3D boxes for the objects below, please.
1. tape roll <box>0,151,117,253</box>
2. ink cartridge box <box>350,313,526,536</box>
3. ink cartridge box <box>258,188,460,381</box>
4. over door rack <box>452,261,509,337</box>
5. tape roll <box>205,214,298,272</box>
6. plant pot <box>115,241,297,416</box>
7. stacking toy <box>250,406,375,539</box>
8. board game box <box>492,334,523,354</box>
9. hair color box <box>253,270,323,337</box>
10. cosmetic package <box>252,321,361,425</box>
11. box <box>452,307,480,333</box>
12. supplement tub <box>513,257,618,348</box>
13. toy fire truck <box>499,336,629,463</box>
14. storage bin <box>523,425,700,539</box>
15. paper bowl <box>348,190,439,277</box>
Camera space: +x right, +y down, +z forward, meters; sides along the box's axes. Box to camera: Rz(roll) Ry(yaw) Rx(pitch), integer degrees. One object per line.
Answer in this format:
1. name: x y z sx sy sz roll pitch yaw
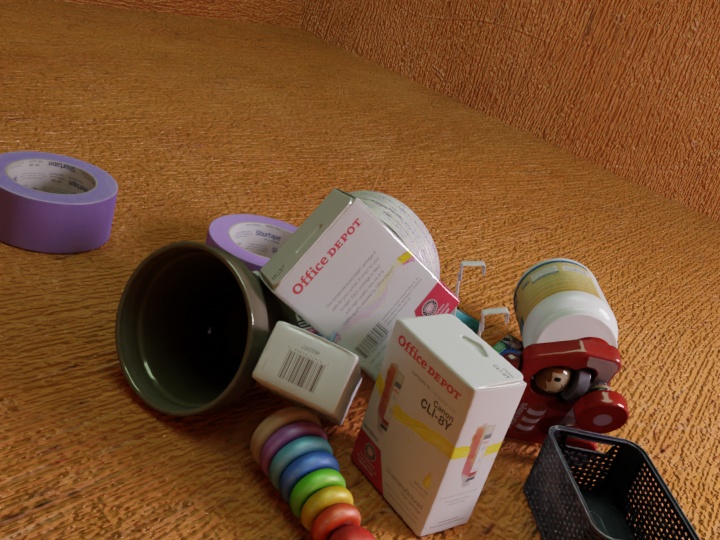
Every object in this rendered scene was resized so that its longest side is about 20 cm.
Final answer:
1. tape roll: -0.486 -0.109 1.300 0.199 0.085 0.200 15 23 -7
2. ink cartridge box: 0.082 0.170 0.942 0.083 0.201 0.145 -2 30 -37
3. ink cartridge box: 0.000 0.021 1.008 0.200 0.148 0.086 44 -4 -23
4. over door rack: 0.124 0.099 1.123 0.066 0.201 0.148 11 26 -12
5. tape roll: -0.157 -0.020 1.364 0.199 0.066 0.200 14 24 -6
6. plant pot: -0.169 0.071 1.028 0.199 0.201 0.173 29 10 25
7. stacking toy: -0.040 0.236 0.872 0.085 0.086 0.200 0 34 -36
8. board game box: 0.249 0.167 1.283 0.134 0.029 0.200 29 25 21
9. hair color box: -0.123 0.077 1.179 0.199 0.061 0.100 32 26 31
10. cosmetic package: -0.056 0.125 0.977 0.101 0.074 0.200 25 -11 6
11. box: 0.112 0.065 1.292 0.082 0.049 0.200 33 4 32
12. supplement tub: 0.321 0.079 1.310 0.144 0.146 0.200 16 23 -3
13. toy fire truck: 0.240 0.161 1.083 0.167 0.201 0.113 11 44 -12
14. storage bin: 0.286 0.285 0.971 0.134 0.094 0.200 13 23 -11
15. paper bowl: 0.000 0.000 1.142 0.200 0.202 0.104 28 38 22
